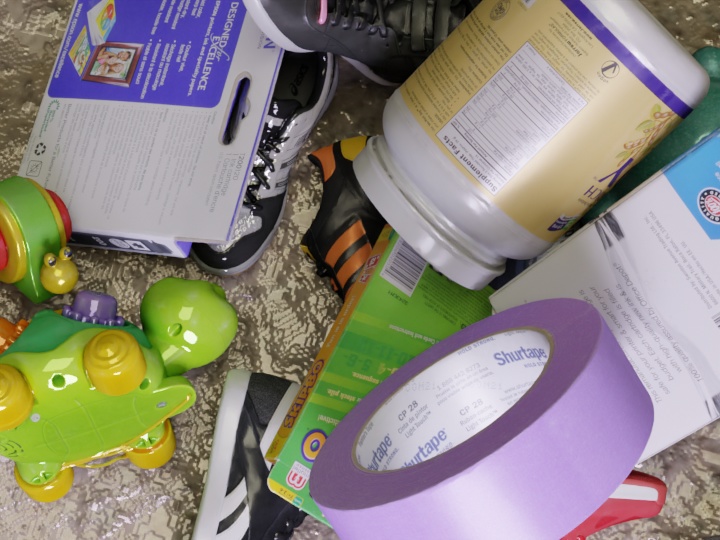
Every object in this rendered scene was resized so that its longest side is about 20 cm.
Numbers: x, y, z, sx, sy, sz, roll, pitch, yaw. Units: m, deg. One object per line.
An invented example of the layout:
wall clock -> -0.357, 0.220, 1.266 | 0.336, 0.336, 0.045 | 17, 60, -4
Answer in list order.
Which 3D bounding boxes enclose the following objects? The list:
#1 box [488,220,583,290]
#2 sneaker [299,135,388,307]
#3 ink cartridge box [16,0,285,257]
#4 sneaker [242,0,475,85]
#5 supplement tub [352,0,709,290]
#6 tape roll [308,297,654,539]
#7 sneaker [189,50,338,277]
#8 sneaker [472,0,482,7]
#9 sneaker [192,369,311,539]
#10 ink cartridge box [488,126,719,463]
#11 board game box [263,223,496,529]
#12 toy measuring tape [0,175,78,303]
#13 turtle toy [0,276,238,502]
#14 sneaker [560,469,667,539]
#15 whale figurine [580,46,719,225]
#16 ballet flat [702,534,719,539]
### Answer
box -> 0.150, 0.020, 1.001 | 0.160, 0.044, 0.200 | -3, 76, -4
sneaker -> 0.000, 0.000, 0.995 | 0.090, 0.070, 0.201 | -4, 77, 16
ink cartridge box -> -0.142, -0.110, 0.978 | 0.200, 0.043, 0.199 | 7, 73, 29
sneaker -> 0.011, -0.176, 0.926 | 0.099, 0.200, 0.071 | -1, 79, 37
supplement tub -> 0.106, -0.099, 0.884 | 0.200, 0.145, 0.145 | -45, 81, 17
tape roll -> 0.070, 0.100, 0.811 | 0.200, 0.200, 0.066 | -36, 105, -11
sneaker -> -0.076, -0.095, 0.997 | 0.076, 0.088, 0.200 | 21, 77, 1
sneaker -> 0.083, -0.197, 1.045 | 0.112, 0.073, 0.200 | 30, 68, 8
sneaker -> -0.053, 0.170, 0.929 | 0.112, 0.073, 0.200 | 9, 74, 1
ink cartridge box -> 0.206, 0.016, 0.877 | 0.147, 0.200, 0.086 | 54, 36, 4
board game box -> 0.014, 0.076, 0.912 | 0.095, 0.030, 0.200 | 35, 68, -22
toy measuring tape -> -0.259, -0.047, 0.947 | 0.200, 0.074, 0.074 | 35, 75, 31
turtle toy -> -0.177, 0.068, 0.935 | 0.200, 0.146, 0.101 | -18, 56, -8
sneaker -> 0.112, 0.194, 0.952 | 0.200, 0.078, 0.116 | -1, 89, 2
whale figurine -> 0.205, -0.095, 0.952 | 0.200, 0.104, 0.159 | 39, 89, 9
ballet flat -> 0.204, 0.259, 0.933 | 0.067, 0.064, 0.200 | 40, 77, 7
